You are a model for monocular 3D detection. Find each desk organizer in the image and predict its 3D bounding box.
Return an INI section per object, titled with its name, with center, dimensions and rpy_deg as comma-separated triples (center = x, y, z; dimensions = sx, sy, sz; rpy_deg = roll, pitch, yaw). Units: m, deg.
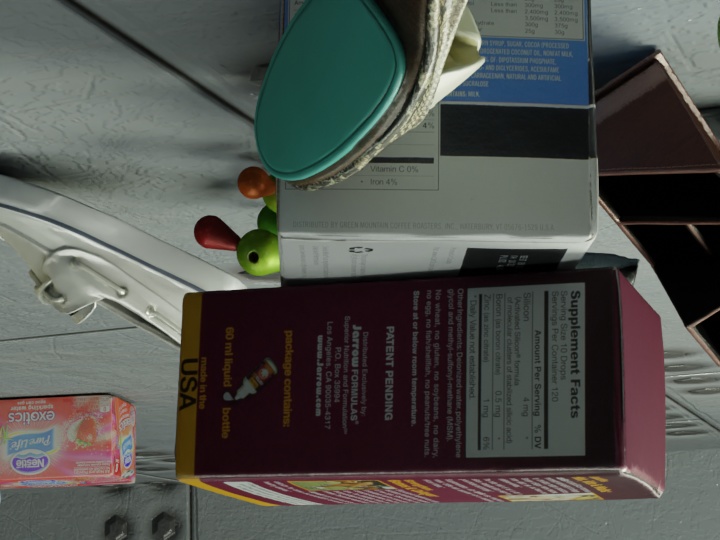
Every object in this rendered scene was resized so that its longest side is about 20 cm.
[desk organizer]
center = 0.177, -0.026, 0.911
dimensions = 0.071, 0.078, 0.200
rpy_deg = -32, 147, 13

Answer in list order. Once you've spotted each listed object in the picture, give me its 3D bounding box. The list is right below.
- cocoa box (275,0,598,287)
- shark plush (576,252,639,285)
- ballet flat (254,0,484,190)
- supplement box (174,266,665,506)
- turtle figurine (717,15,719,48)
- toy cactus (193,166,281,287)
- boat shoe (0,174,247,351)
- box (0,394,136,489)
[cocoa box]
center = 0.029, -0.055, 0.766
dimensions = 0.131, 0.133, 0.200
rpy_deg = 1, 168, -1
[shark plush]
center = 0.044, -0.024, 0.892
dimensions = 0.198, 0.084, 0.091
rpy_deg = 15, 180, 27
[ballet flat]
center = 0.023, -0.102, 0.598
dimensions = 0.075, 0.068, 0.201
rpy_deg = -14, 149, -31
[supplement box]
center = 0.029, 0.056, 0.754
dimensions = 0.197, 0.087, 0.110
rpy_deg = -4, 166, 19
[turtle figurine]
center = 0.238, -0.086, 0.630
dimensions = 0.191, 0.146, 0.200
rpy_deg = -6, 171, 4
[toy cactus]
center = 0.000, 0.000, 1.037
dimensions = 0.163, 0.103, 0.200
rpy_deg = 18, 180, 25
[boat shoe]
center = -0.166, 0.000, 1.031
dimensions = 0.198, 0.066, 0.073
rpy_deg = 24, 170, -14
[box]
center = -0.370, 0.202, 1.988
dimensions = 0.197, 0.096, 0.103
rpy_deg = -3, 167, 8
